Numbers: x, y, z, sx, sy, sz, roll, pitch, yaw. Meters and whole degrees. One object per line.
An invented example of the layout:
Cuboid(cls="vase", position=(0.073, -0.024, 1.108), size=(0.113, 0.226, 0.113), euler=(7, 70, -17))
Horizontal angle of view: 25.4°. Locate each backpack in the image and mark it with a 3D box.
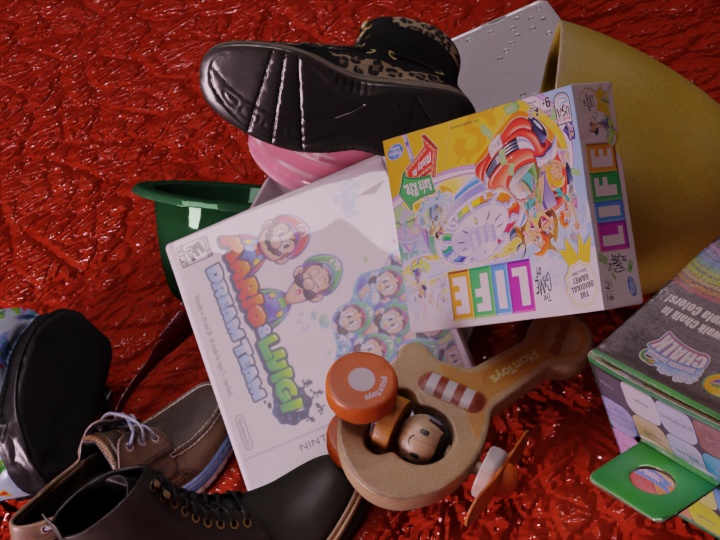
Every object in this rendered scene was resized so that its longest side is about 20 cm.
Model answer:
Cuboid(cls="backpack", position=(-0.310, 0.113, 1.225), size=(0.199, 0.154, 0.164), euler=(-26, 35, 30))

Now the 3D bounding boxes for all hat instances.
Cuboid(cls="hat", position=(-0.119, 0.023, 1.313), size=(0.198, 0.178, 0.165), euler=(1, 9, -23))

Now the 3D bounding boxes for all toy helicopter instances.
Cuboid(cls="toy helicopter", position=(0.078, 0.091, 1.048), size=(0.199, 0.079, 0.132), euler=(-29, 57, -22))

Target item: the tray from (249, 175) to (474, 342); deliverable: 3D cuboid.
Cuboid(cls="tray", position=(0.000, 0.000, 1.191), size=(0.198, 0.022, 0.108), euler=(19, 60, 15))

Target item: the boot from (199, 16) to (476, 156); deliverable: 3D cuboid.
Cuboid(cls="boot", position=(-0.014, -0.146, 1.198), size=(0.201, 0.074, 0.154), euler=(11, 26, -2))

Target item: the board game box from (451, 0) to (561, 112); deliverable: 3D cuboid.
Cuboid(cls="board game box", position=(0.103, -0.145, 1.388), size=(0.198, 0.026, 0.201), euler=(-23, 36, 1))

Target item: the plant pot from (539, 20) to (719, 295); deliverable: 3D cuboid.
Cuboid(cls="plant pot", position=(0.190, -0.063, 1.118), size=(0.140, 0.201, 0.201), euler=(9, 41, 2))

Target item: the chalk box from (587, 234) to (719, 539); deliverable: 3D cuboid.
Cuboid(cls="chalk box", position=(0.226, 0.081, 0.949), size=(0.200, 0.124, 0.124), euler=(-40, 39, -18))

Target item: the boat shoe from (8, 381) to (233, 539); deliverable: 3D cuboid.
Cuboid(cls="boat shoe", position=(-0.165, 0.142, 1.141), size=(0.072, 0.073, 0.200), euler=(18, 53, 44))

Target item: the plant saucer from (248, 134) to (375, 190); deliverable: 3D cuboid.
Cuboid(cls="plant saucer", position=(0.012, -0.112, 1.264), size=(0.198, 0.051, 0.201), euler=(7, 29, -4))

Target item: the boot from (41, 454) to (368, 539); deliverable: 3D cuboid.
Cuboid(cls="boot", position=(-0.094, 0.154, 1.028), size=(0.199, 0.139, 0.077), euler=(-38, 38, -18))

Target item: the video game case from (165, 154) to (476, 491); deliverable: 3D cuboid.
Cuboid(cls="video game case", position=(-0.027, 0.037, 1.144), size=(0.180, 0.024, 0.202), euler=(-22, 71, 3))

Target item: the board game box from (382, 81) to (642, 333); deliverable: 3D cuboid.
Cuboid(cls="board game box", position=(0.092, -0.035, 1.026), size=(0.034, 0.136, 0.199), euler=(-8, -2, -34))
